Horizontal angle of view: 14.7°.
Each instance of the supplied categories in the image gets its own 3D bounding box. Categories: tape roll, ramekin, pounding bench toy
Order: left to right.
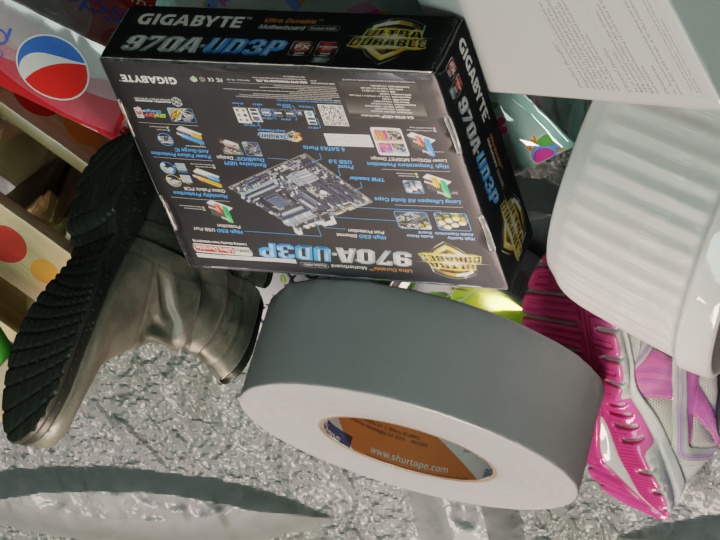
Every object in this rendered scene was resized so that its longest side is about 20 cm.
[{"bbox_3d":[-0.219,-0.024,1.655,0.156,0.200,0.124,36,131,-10],"label":"pounding bench toy"},{"bbox_3d":[0.035,0.073,1.594,0.200,0.066,0.200,16,163,5],"label":"tape roll"},{"bbox_3d":[0.178,-0.053,1.490,0.105,0.200,0.200,23,132,15],"label":"ramekin"}]

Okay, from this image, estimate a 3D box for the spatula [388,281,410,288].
[{"bbox_3d":[0.028,0.003,1.594,0.056,0.021,0.200,13,148,-21],"label":"spatula"}]

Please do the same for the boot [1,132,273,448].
[{"bbox_3d":[-0.114,0.031,1.577,0.131,0.200,0.068,34,151,-29],"label":"boot"}]

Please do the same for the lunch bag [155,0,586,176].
[{"bbox_3d":[0.006,-0.129,1.540,0.200,0.122,0.170,42,131,-21],"label":"lunch bag"}]

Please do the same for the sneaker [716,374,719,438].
[{"bbox_3d":[0.242,0.093,1.638,0.069,0.100,0.200,-1,126,24],"label":"sneaker"}]

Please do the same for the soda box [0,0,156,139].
[{"bbox_3d":[-0.193,-0.149,1.622,0.200,0.070,0.063,27,131,-1],"label":"soda box"}]

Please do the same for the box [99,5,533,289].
[{"bbox_3d":[-0.023,-0.065,1.487,0.200,0.046,0.159,4,137,26],"label":"box"}]

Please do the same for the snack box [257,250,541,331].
[{"bbox_3d":[0.000,0.000,1.688,0.200,0.053,0.142,35,130,-9],"label":"snack box"}]

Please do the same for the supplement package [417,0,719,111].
[{"bbox_3d":[0.127,-0.186,1.376,0.200,0.151,0.152,10,138,54],"label":"supplement package"}]

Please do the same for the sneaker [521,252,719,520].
[{"bbox_3d":[0.161,0.048,1.644,0.081,0.088,0.200,23,145,43],"label":"sneaker"}]
